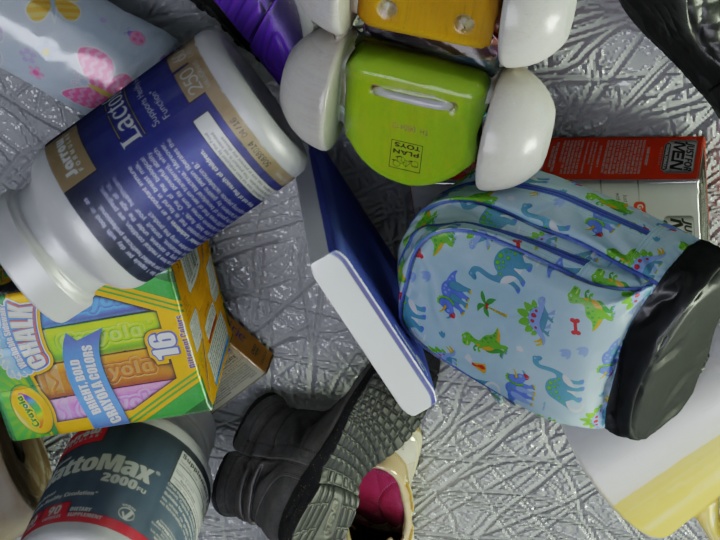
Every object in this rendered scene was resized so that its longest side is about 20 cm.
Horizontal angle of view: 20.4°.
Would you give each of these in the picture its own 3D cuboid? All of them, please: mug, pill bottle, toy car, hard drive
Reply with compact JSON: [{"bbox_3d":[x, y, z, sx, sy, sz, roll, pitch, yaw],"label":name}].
[{"bbox_3d":[0.251,0.100,1.429,0.153,0.149,0.187,-35,120,22],"label":"mug"},{"bbox_3d":[-0.178,0.177,1.508,0.120,0.200,0.120,6,126,9],"label":"pill bottle"},{"bbox_3d":[0.049,-0.157,1.286,0.175,0.150,0.200,13,122,9],"label":"toy car"},{"bbox_3d":[-0.145,-0.059,1.326,0.200,0.116,0.116,-35,112,6],"label":"pill bottle"},{"bbox_3d":[0.000,0.000,1.379,0.025,0.200,0.132,-30,114,8],"label":"hard drive"}]

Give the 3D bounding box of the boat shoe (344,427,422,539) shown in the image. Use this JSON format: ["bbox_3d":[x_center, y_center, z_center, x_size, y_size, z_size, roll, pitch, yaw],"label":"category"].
[{"bbox_3d":[0.007,0.207,1.600,0.074,0.069,0.200,10,126,8],"label":"boat shoe"}]

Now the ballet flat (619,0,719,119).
[{"bbox_3d":[0.220,-0.170,1.305,0.200,0.057,0.066,51,149,-15],"label":"ballet flat"}]

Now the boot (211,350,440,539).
[{"bbox_3d":[-0.035,0.117,1.537,0.070,0.200,0.132,41,171,-39],"label":"boot"}]

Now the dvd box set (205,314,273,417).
[{"bbox_3d":[-0.188,0.045,1.562,0.200,0.029,0.146,41,124,-16],"label":"dvd box set"}]

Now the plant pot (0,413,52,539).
[{"bbox_3d":[-0.350,0.170,1.613,0.173,0.200,0.200,-21,118,7],"label":"plant pot"}]

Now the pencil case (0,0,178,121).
[{"bbox_3d":[-0.226,-0.168,1.392,0.200,0.083,0.091,30,145,-7],"label":"pencil case"}]

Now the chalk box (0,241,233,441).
[{"bbox_3d":[-0.209,0.038,1.460,0.200,0.125,0.124,-9,116,10],"label":"chalk box"}]

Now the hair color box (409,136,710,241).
[{"bbox_3d":[0.141,-0.037,1.401,0.200,0.061,0.102,1,124,15],"label":"hair color box"}]

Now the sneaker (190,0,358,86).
[{"bbox_3d":[-0.069,-0.184,1.354,0.099,0.070,0.200,-3,122,27],"label":"sneaker"}]

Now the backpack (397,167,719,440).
[{"bbox_3d":[0.122,0.014,1.315,0.200,0.154,0.163,41,140,25],"label":"backpack"}]
